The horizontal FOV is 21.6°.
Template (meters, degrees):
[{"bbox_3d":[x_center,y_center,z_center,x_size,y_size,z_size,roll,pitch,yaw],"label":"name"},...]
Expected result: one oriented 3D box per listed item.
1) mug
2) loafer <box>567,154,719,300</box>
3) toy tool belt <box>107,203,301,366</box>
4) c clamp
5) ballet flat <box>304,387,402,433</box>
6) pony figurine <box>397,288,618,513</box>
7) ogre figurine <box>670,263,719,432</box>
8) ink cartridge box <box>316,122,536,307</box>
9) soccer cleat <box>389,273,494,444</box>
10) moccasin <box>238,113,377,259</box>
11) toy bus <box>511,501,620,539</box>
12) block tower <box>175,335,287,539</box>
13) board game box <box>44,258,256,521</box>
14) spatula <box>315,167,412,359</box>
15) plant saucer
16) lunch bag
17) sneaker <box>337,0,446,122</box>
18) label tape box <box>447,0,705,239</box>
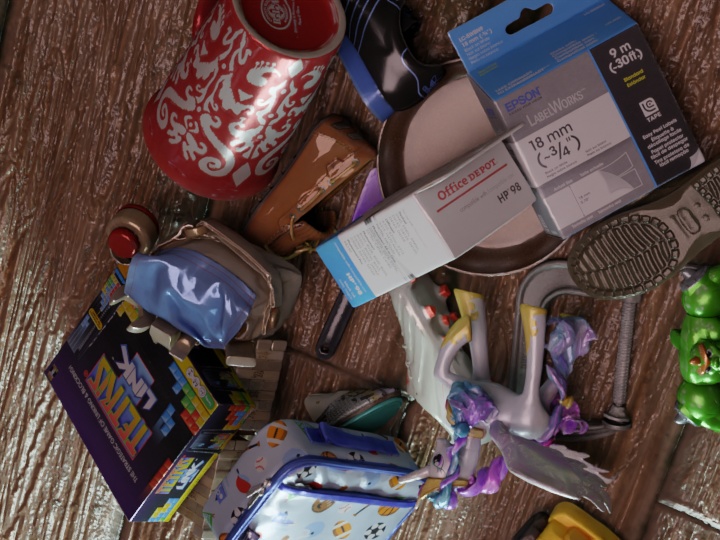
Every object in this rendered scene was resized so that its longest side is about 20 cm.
[{"bbox_3d":[-0.112,-0.187,1.671,0.178,0.133,0.200,54,142,12],"label":"mug"},{"bbox_3d":[0.273,-0.039,1.652,0.199,0.067,0.076,-29,92,24],"label":"loafer"},{"bbox_3d":[-0.162,0.016,1.726,0.199,0.123,0.125,24,131,11],"label":"toy tool belt"},{"bbox_3d":[0.218,0.071,1.728,0.170,0.027,0.201,14,110,14],"label":"c clamp"},{"bbox_3d":[-0.044,0.160,1.829,0.072,0.072,0.200,45,114,1],"label":"ballet flat"},{"bbox_3d":[0.143,0.132,1.687,0.192,0.167,0.201,12,90,9],"label":"pony figurine"},{"bbox_3d":[0.336,0.070,1.655,0.119,0.098,0.201,0,123,1],"label":"ogre figurine"},{"bbox_3d":[0.065,-0.045,1.614,0.200,0.116,0.067,-27,96,54],"label":"ink cartridge box"},{"bbox_3d":[0.064,0.078,1.764,0.077,0.069,0.201,-25,100,27],"label":"soccer cleat"},{"bbox_3d":[-0.052,-0.052,1.760,0.078,0.074,0.202,42,114,7],"label":"moccasin"},{"bbox_3d":[0.154,0.337,1.743,0.136,0.192,0.200,42,113,5],"label":"toy bus"},{"bbox_3d":[-0.127,0.156,1.829,0.058,0.054,0.201,21,101,50],"label":"block tower"},{"bbox_3d":[-0.207,0.113,1.824,0.166,0.057,0.200,-52,55,23],"label":"board game box"},{"bbox_3d":[0.000,0.000,1.785,0.056,0.021,0.201,23,114,0],"label":"spatula"},{"bbox_3d":[0.113,-0.095,1.709,0.199,0.032,0.202,5,106,17],"label":"plant saucer"},{"bbox_3d":[-0.041,0.212,1.775,0.160,0.199,0.076,-51,48,26],"label":"lunch bag"},{"bbox_3d":[0.002,-0.233,1.685,0.078,0.070,0.201,-31,82,9],"label":"sneaker"},{"bbox_3d":[0.184,-0.148,1.624,0.144,0.063,0.201,-29,97,-3],"label":"label tape box"}]
